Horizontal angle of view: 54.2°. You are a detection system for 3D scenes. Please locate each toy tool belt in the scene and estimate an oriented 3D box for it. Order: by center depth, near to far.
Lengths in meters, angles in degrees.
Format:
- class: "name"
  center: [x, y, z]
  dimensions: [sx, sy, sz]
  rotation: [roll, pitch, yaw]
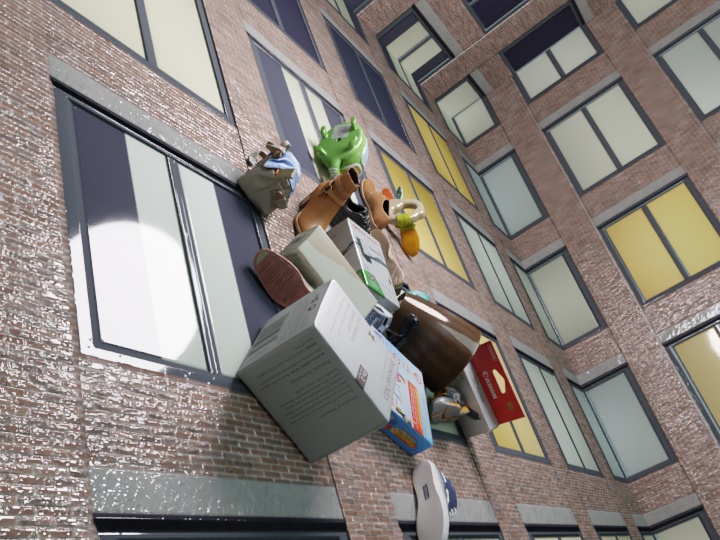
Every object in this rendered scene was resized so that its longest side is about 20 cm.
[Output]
- class: "toy tool belt"
  center: [-0.169, -0.209, 1.475]
  dimensions: [0.125, 0.122, 0.201]
  rotation: [48, 23, -23]

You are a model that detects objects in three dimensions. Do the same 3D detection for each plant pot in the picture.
- class: "plant pot"
  center: [0.152, 0.151, 1.668]
  dimensions: [0.199, 0.187, 0.187]
  rotation: [40, 24, -8]

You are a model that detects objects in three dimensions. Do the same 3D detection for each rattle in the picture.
- class: "rattle"
  center: [0.131, -0.158, 2.165]
  dimensions: [0.144, 0.129, 0.200]
  rotation: [57, -8, -33]

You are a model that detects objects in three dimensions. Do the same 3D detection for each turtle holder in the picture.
- class: "turtle holder"
  center: [-0.037, -0.305, 1.889]
  dimensions: [0.133, 0.139, 0.187]
  rotation: [61, 4, -45]

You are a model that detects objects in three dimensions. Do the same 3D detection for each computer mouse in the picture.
- class: "computer mouse"
  center: [0.032, 0.108, 1.551]
  dimensions: [0.199, 0.110, 0.044]
  rotation: [33, 13, -33]

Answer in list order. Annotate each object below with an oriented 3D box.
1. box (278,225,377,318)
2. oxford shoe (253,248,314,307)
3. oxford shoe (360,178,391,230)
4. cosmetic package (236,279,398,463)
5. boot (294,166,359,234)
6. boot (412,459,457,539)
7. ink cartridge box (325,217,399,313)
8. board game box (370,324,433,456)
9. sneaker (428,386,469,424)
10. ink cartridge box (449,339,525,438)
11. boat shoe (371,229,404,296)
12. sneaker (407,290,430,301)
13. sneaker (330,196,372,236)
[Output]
- class: "box"
  center: [-0.067, 0.020, 1.404]
  dimensions: [0.201, 0.094, 0.078]
  rotation: [53, 55, -17]
- class: "oxford shoe"
  center: [-0.132, 0.035, 1.331]
  dimensions: [0.201, 0.071, 0.074]
  rotation: [50, -3, -21]
- class: "oxford shoe"
  center: [0.050, -0.198, 2.032]
  dimensions: [0.071, 0.071, 0.202]
  rotation: [33, 31, -45]
- class: "cosmetic package"
  center: [-0.062, 0.162, 1.148]
  dimensions: [0.201, 0.164, 0.165]
  rotation: [52, 23, -15]
- class: "boot"
  center: [-0.065, -0.140, 1.569]
  dimensions: [0.077, 0.154, 0.201]
  rotation: [47, 24, -25]
- class: "boot"
  center: [0.156, 0.464, 1.355]
  dimensions: [0.090, 0.072, 0.202]
  rotation: [41, 26, -25]
- class: "ink cartridge box"
  center: [0.000, 0.000, 1.625]
  dimensions: [0.146, 0.082, 0.203]
  rotation: [34, 30, -48]
- class: "board game box"
  center: [0.065, 0.249, 1.468]
  dimensions: [0.196, 0.055, 0.202]
  rotation: [45, 24, -32]
- class: "sneaker"
  center: [0.199, 0.314, 1.666]
  dimensions: [0.078, 0.077, 0.200]
  rotation: [66, 12, 20]
- class: "ink cartridge box"
  center: [0.288, 0.293, 1.725]
  dimensions: [0.044, 0.175, 0.203]
  rotation: [-16, 78, -41]
- class: "boat shoe"
  center: [0.060, -0.019, 1.833]
  dimensions: [0.073, 0.071, 0.202]
  rotation: [80, -16, -53]
- class: "sneaker"
  center: [0.159, 0.131, 1.817]
  dimensions: [0.202, 0.082, 0.121]
  rotation: [59, 18, -25]
- class: "sneaker"
  center: [-0.006, -0.109, 1.749]
  dimensions: [0.201, 0.090, 0.076]
  rotation: [50, 29, -21]
